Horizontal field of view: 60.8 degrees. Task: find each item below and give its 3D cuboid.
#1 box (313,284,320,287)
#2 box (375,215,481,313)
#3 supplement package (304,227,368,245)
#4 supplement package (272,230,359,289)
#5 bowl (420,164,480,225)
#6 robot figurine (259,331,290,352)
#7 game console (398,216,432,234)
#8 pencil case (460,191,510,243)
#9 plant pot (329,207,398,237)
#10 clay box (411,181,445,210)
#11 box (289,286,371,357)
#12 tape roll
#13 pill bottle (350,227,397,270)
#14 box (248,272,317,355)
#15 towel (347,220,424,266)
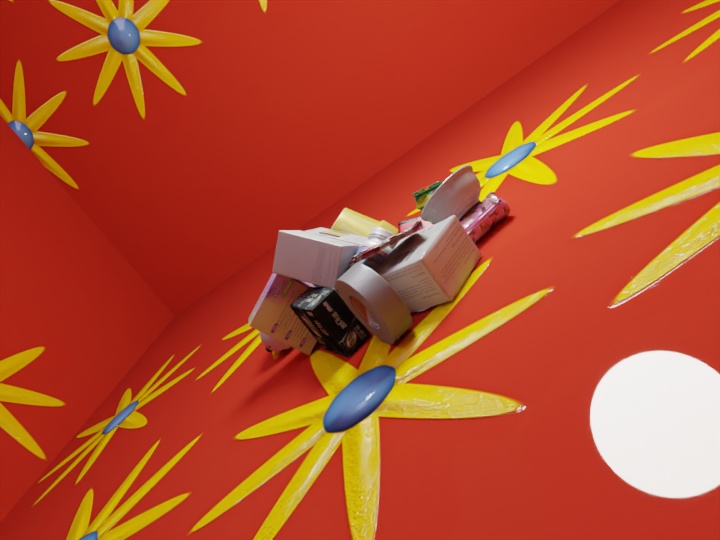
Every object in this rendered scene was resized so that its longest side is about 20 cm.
[{"bbox_3d":[-0.064,0.038,1.864,0.200,0.156,0.052,-153,77,-73],"label":"box"},{"bbox_3d":[0.162,-0.008,1.536,0.198,0.131,0.200,-23,20,47],"label":"box"},{"bbox_3d":[-0.065,-0.054,1.849,0.198,0.111,0.114,13,15,21],"label":"supplement package"},{"bbox_3d":[-0.122,-0.033,1.683,0.198,0.123,0.120,15,10,22],"label":"supplement package"},{"bbox_3d":[0.267,-0.185,1.690,0.201,0.090,0.201,-41,-17,-15],"label":"bowl"},{"bbox_3d":[-0.250,0.179,1.980,0.123,0.152,0.200,-4,21,9],"label":"robot figurine"},{"bbox_3d":[0.225,-0.114,1.852,0.198,0.119,0.174,-15,55,24],"label":"game console"},{"bbox_3d":[0.304,-0.119,1.634,0.200,0.087,0.083,-41,37,-10],"label":"pencil case"},{"bbox_3d":[-0.005,-0.097,1.973,0.202,0.188,0.201,-56,2,2],"label":"plant pot"},{"bbox_3d":[0.252,-0.211,1.859,0.114,0.048,0.199,-23,-21,37],"label":"clay box"},{"bbox_3d":[-0.085,0.133,1.636,0.086,0.164,0.200,-42,16,-18],"label":"box"},{"bbox_3d":[0.031,0.079,1.450,0.066,0.201,0.200,-41,15,-16],"label":"tape roll"},{"bbox_3d":[0.031,-0.009,1.654,0.108,0.108,0.201,-11,53,60],"label":"pill bottle"},{"bbox_3d":[-0.197,0.116,1.782,0.177,0.199,0.097,-61,15,3],"label":"box"},{"bbox_3d":[0.060,-0.066,1.541,0.199,0.023,0.144,-28,0,-6],"label":"towel"}]
